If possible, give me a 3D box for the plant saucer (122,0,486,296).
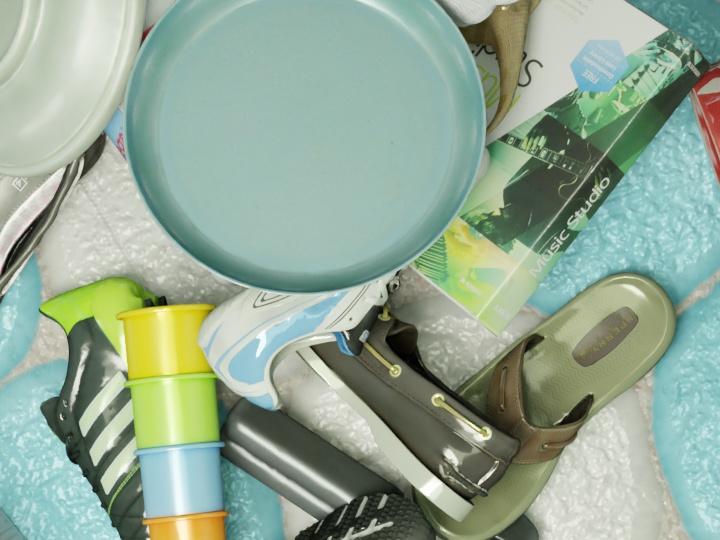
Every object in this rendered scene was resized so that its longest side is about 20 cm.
[{"bbox_3d":[-0.031,-0.080,1.331,0.199,0.027,0.201,0,75,0],"label":"plant saucer"}]

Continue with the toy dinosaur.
[{"bbox_3d":[0.089,-0.162,1.401,0.101,0.058,0.201,-37,50,29],"label":"toy dinosaur"}]

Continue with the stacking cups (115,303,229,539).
[{"bbox_3d":[-0.103,0.121,1.388,0.060,0.061,0.201,-5,88,2],"label":"stacking cups"}]

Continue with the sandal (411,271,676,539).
[{"bbox_3d":[0.104,0.074,1.422,0.080,0.057,0.201,42,83,7],"label":"sandal"}]

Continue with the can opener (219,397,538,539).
[{"bbox_3d":[0.008,0.135,1.449,0.199,0.053,0.067,29,57,0],"label":"can opener"}]

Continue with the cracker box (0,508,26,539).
[{"bbox_3d":[-0.259,0.140,1.407,0.058,0.134,0.200,-39,89,2],"label":"cracker box"}]

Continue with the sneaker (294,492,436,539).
[{"bbox_3d":[-0.024,0.196,1.411,0.200,0.074,0.080,-31,101,36],"label":"sneaker"}]

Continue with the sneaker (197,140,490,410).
[{"bbox_3d":[0.000,0.000,1.366,0.200,0.072,0.073,-40,87,-4],"label":"sneaker"}]

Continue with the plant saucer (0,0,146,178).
[{"bbox_3d":[-0.203,-0.154,1.387,0.200,0.050,0.201,-3,86,44],"label":"plant saucer"}]

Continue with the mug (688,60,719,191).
[{"bbox_3d":[0.295,-0.101,1.375,0.199,0.178,0.134,-19,76,6],"label":"mug"}]

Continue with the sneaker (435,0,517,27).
[{"bbox_3d":[0.077,-0.205,1.340,0.075,0.200,0.114,38,69,-21],"label":"sneaker"}]

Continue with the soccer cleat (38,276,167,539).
[{"bbox_3d":[-0.144,0.105,1.444,0.081,0.068,0.201,-11,84,12],"label":"soccer cleat"}]

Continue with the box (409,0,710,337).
[{"bbox_3d":[0.089,-0.080,1.408,0.144,0.036,0.200,38,93,37],"label":"box"}]

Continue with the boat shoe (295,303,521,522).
[{"bbox_3d":[0.014,0.057,1.408,0.061,0.072,0.201,-46,63,5],"label":"boat shoe"}]

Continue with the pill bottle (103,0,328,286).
[{"bbox_3d":[-0.095,-0.098,1.406,0.109,0.109,0.200,-38,77,2],"label":"pill bottle"}]

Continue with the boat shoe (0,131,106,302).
[{"bbox_3d":[-0.226,-0.022,1.443,0.067,0.057,0.200,38,91,1],"label":"boat shoe"}]
